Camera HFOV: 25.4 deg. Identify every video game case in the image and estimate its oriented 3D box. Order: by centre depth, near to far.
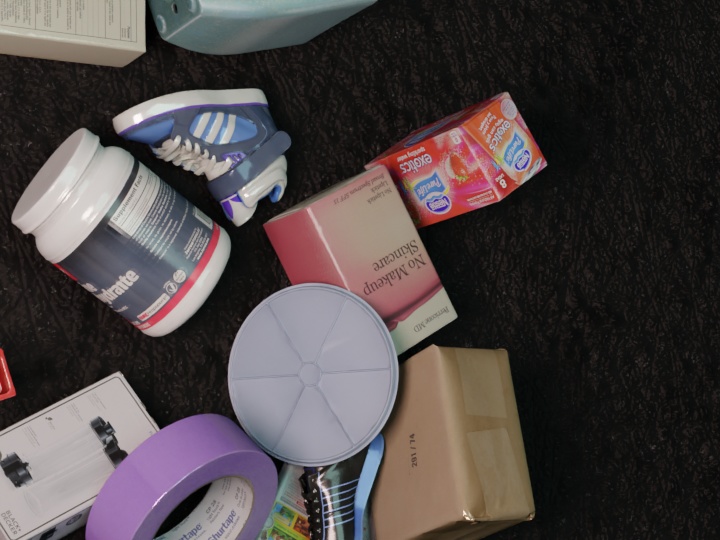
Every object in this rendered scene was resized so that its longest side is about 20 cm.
[{"bbox_3d":[-0.033,0.324,1.811,0.200,0.023,0.183,35,65,-23],"label":"video game case"}]

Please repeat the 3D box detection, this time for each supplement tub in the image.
[{"bbox_3d":[-0.248,-0.039,1.671,0.200,0.140,0.141,39,64,-20],"label":"supplement tub"}]

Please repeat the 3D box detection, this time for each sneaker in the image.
[{"bbox_3d":[-0.167,-0.119,1.770,0.199,0.080,0.147,-11,83,-38],"label":"sneaker"},{"bbox_3d":[-0.036,0.261,1.771,0.078,0.070,0.201,22,67,-19],"label":"sneaker"}]

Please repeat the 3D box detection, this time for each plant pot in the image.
[{"bbox_3d":[-0.134,-0.343,1.762,0.199,0.195,0.198,-21,93,-32],"label":"plant pot"}]

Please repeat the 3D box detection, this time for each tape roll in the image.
[{"bbox_3d":[-0.181,0.246,1.636,0.200,0.066,0.201,-31,142,-28],"label":"tape roll"}]

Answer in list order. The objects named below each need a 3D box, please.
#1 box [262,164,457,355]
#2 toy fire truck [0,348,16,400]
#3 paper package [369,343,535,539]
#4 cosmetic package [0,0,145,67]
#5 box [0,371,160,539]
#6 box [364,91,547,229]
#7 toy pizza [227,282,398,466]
[{"bbox_3d":[0.000,0.000,1.836,0.128,0.109,0.201,-31,98,-32],"label":"box"},{"bbox_3d":[-0.443,0.131,1.520,0.199,0.141,0.049,-18,91,-33],"label":"toy fire truck"},{"bbox_3d":[0.090,0.204,1.793,0.103,0.190,0.201,5,66,-32],"label":"paper package"},{"bbox_3d":[-0.333,-0.283,1.701,0.199,0.073,0.104,4,79,-31],"label":"cosmetic package"},{"bbox_3d":[-0.300,0.200,1.621,0.199,0.060,0.117,-28,70,-32],"label":"box"},{"bbox_3d":[0.109,-0.123,1.871,0.095,0.200,0.100,-37,101,-32],"label":"box"},{"bbox_3d":[-0.051,0.115,1.765,0.032,0.199,0.202,17,67,-72],"label":"toy pizza"}]
